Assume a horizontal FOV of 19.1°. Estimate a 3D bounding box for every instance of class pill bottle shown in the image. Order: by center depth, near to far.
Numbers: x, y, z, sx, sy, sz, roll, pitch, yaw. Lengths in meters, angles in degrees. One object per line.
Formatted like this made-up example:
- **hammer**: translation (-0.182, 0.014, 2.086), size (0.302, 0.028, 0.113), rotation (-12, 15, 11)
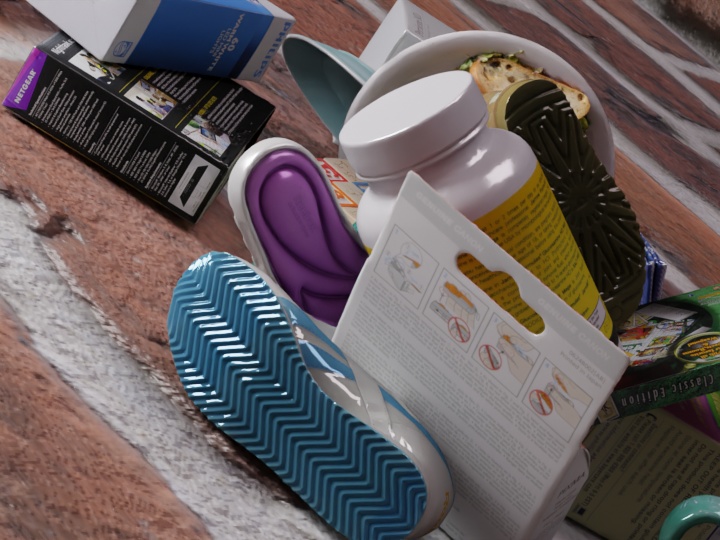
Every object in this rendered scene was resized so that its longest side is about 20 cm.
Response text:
- **pill bottle**: translation (0.067, -0.009, 1.245), size (0.112, 0.112, 0.200), rotation (-92, 158, -69)

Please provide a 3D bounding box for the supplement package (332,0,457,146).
- **supplement package**: translation (0.087, -0.120, 1.808), size (0.200, 0.117, 0.117), rotation (31, 18, -13)

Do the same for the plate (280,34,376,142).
- **plate**: translation (0.016, -0.111, 1.648), size (0.200, 0.026, 0.200), rotation (45, -11, 11)

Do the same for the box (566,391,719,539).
- **box**: translation (0.210, 0.120, 1.439), size (0.200, 0.097, 0.176), rotation (31, 17, -16)

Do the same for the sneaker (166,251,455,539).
- **sneaker**: translation (-0.029, 0.072, 1.173), size (0.200, 0.077, 0.081), rotation (49, 13, 18)

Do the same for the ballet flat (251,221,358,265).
- **ballet flat**: translation (0.000, 0.000, 1.344), size (0.200, 0.067, 0.067), rotation (-29, 16, -33)

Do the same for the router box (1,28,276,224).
- **router box**: translation (-0.145, -0.113, 1.462), size (0.149, 0.051, 0.200), rotation (33, 17, -2)

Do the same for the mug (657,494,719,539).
- **mug**: translation (0.255, 0.218, 1.233), size (0.185, 0.115, 0.152), rotation (45, 20, 30)

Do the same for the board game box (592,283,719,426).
- **board game box**: translation (0.208, 0.044, 1.329), size (0.105, 0.200, 0.024), rotation (-115, -169, -68)

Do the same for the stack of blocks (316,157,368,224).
- **stack of blocks**: translation (0.027, 0.006, 1.457), size (0.200, 0.059, 0.115), rotation (43, 19, 22)

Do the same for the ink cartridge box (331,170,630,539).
- **ink cartridge box**: translation (0.064, 0.055, 1.176), size (0.160, 0.200, 0.047), rotation (41, 46, 18)

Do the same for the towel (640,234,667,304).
- **towel**: translation (0.171, 0.002, 1.631), size (0.024, 0.145, 0.200), rotation (-6, 34, -19)

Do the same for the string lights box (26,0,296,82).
- **string lights box**: translation (-0.142, -0.188, 1.484), size (0.103, 0.059, 0.200), rotation (40, 18, 23)

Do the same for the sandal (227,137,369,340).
- **sandal**: translation (-0.012, 0.012, 1.267), size (0.203, 0.082, 0.050), rotation (52, -15, -29)

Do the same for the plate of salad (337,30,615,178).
- **plate of salad**: translation (0.083, -0.072, 1.533), size (0.200, 0.200, 0.048), rotation (32, 21, -11)

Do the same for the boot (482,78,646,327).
- **boot**: translation (0.101, -0.048, 1.413), size (0.200, 0.066, 0.175), rotation (2, -66, 70)
